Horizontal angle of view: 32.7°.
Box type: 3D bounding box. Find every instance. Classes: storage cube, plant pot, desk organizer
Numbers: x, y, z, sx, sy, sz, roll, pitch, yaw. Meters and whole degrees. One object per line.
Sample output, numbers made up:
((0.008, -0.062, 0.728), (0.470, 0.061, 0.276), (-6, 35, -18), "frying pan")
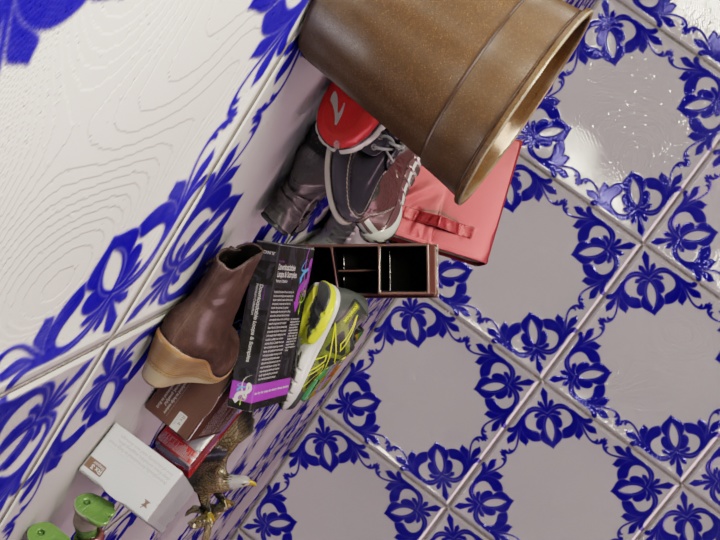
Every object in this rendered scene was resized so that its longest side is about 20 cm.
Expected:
((0.123, -0.116, 1.765), (0.200, 0.170, 0.181), (67, 40, -88), "storage cube")
((0.065, -0.195, 1.070), (0.201, 0.198, 0.200), (-53, 173, -10), "plant pot")
((0.000, 0.000, 1.610), (0.077, 0.198, 0.072), (12, 78, -79), "desk organizer")

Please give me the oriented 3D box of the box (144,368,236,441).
((-0.196, 0.152, 1.549), (0.100, 0.075, 0.200), (-53, 175, -2), "box")

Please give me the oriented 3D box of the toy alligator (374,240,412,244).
((0.031, -0.026, 1.870), (0.054, 0.198, 0.060), (-129, -149, -64), "toy alligator")

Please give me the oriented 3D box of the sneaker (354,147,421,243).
((0.022, -0.146, 1.607), (0.115, 0.075, 0.201), (44, 50, -47), "sneaker")

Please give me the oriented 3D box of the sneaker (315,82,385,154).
((0.012, -0.213, 1.235), (0.201, 0.077, 0.085), (-60, 164, -14), "sneaker")

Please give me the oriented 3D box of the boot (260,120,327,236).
((-0.040, -0.108, 1.393), (0.132, 0.070, 0.200), (-56, 162, 20), "boot")

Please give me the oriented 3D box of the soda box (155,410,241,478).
((-0.203, 0.188, 1.719), (0.200, 0.063, 0.070), (-51, 172, -23), "soda box")

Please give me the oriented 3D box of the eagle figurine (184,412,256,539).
((-0.242, 0.328, 2.026), (0.152, 0.150, 0.202), (-128, -148, -57), "eagle figurine")

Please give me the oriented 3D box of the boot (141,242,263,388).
((-0.146, 0.044, 1.327), (0.167, 0.072, 0.200), (-54, 170, 17), "boot")

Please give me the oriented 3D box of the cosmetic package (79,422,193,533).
((-0.260, 0.249, 1.453), (0.074, 0.101, 0.200), (-53, 175, -16), "cosmetic package")

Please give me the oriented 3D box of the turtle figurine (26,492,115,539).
((-0.310, 0.366, 1.385), (0.201, 0.143, 0.195), (-114, -154, -49), "turtle figurine")

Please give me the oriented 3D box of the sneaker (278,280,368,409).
((-0.050, 0.106, 1.588), (0.201, 0.084, 0.075), (-63, -147, 30), "sneaker")

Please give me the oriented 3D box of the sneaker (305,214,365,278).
((-0.027, -0.057, 1.738), (0.200, 0.077, 0.100), (-61, 176, -58), "sneaker")

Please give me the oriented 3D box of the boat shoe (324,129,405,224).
((0.016, -0.143, 1.281), (0.073, 0.062, 0.202), (37, 62, -50), "boat shoe")

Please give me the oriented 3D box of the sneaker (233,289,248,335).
((-0.140, 0.092, 1.627), (0.078, 0.070, 0.200), (-62, 167, -18), "sneaker")

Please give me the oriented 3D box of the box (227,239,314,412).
((-0.108, 0.065, 1.494), (0.143, 0.036, 0.202), (6, 96, -76), "box")

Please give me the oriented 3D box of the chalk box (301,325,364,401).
((-0.091, 0.113, 1.882), (0.124, 0.124, 0.200), (-55, 172, 8), "chalk box")
